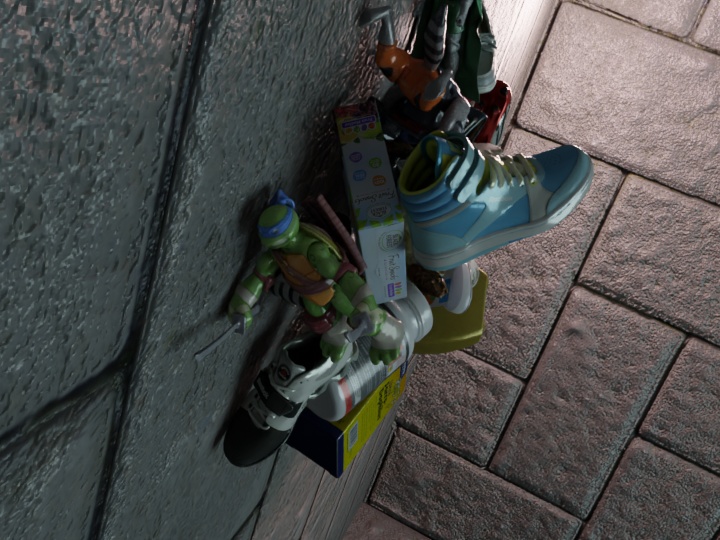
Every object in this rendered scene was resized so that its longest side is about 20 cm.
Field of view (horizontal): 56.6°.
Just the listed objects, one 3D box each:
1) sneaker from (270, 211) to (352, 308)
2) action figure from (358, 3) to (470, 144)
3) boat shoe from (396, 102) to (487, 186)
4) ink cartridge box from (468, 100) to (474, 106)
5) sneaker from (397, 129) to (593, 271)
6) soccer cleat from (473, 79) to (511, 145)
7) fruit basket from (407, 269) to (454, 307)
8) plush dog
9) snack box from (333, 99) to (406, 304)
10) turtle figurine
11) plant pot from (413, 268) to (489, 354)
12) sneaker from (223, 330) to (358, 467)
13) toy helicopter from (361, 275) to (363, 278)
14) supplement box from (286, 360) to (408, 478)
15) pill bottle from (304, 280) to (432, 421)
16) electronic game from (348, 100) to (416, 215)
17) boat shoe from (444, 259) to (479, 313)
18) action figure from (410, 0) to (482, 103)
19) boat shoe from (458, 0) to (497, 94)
[{"bbox_3d":[-0.034,-0.005,0.788,0.200,0.073,0.118,41,70,-77],"label":"sneaker"},{"bbox_3d":[0.090,-0.179,0.708,0.105,0.199,0.193,-52,160,2],"label":"action figure"},{"bbox_3d":[0.107,-0.137,0.925,0.203,0.061,0.075,-60,159,1],"label":"boat shoe"},{"bbox_3d":[0.127,-0.233,1.046,0.148,0.084,0.204,-44,156,-57],"label":"ink cartridge box"},{"bbox_3d":[0.125,-0.091,0.630,0.197,0.080,0.132,-28,132,2],"label":"sneaker"},{"bbox_3d":[0.174,-0.184,0.998,0.204,0.067,0.085,-68,158,-2],"label":"soccer cleat"},{"bbox_3d":[0.090,-0.027,1.063,0.199,0.092,0.190,-19,-127,62],"label":"fruit basket"},{"bbox_3d":[0.089,-0.063,0.830,0.201,0.156,0.176,-61,162,-58],"label":"plush dog"},{"bbox_3d":[0.014,-0.065,0.745,0.201,0.052,0.145,79,-2,-66],"label":"snack box"},{"bbox_3d":[-0.046,0.049,0.613,0.142,0.203,0.194,-29,139,13],"label":"turtle figurine"},{"bbox_3d":[0.146,0.064,1.301,0.196,0.194,0.200,62,35,-75],"label":"plant pot"},{"bbox_3d":[-0.090,0.130,0.756,0.200,0.074,0.089,-48,153,-12],"label":"sneaker"},{"bbox_3d":[0.000,0.000,1.006,0.132,0.077,0.205,24,78,-70],"label":"toy helicopter"},{"bbox_3d":[-0.020,0.193,1.035,0.200,0.107,0.111,-45,151,-37],"label":"supplement box"},{"bbox_3d":[0.002,0.100,0.910,0.198,0.115,0.117,-35,153,-31],"label":"pill bottle"},{"bbox_3d":[0.047,-0.149,0.917,0.200,0.041,0.202,-48,157,-28],"label":"electronic game"},{"bbox_3d":[0.162,-0.003,1.084,0.072,0.068,0.202,-57,-157,31],"label":"boat shoe"},{"bbox_3d":[0.106,-0.315,0.809,0.054,0.116,0.204,-36,142,-43],"label":"action figure"},{"bbox_3d":[0.146,-0.321,0.908,0.065,0.072,0.206,75,15,-54],"label":"boat shoe"}]
